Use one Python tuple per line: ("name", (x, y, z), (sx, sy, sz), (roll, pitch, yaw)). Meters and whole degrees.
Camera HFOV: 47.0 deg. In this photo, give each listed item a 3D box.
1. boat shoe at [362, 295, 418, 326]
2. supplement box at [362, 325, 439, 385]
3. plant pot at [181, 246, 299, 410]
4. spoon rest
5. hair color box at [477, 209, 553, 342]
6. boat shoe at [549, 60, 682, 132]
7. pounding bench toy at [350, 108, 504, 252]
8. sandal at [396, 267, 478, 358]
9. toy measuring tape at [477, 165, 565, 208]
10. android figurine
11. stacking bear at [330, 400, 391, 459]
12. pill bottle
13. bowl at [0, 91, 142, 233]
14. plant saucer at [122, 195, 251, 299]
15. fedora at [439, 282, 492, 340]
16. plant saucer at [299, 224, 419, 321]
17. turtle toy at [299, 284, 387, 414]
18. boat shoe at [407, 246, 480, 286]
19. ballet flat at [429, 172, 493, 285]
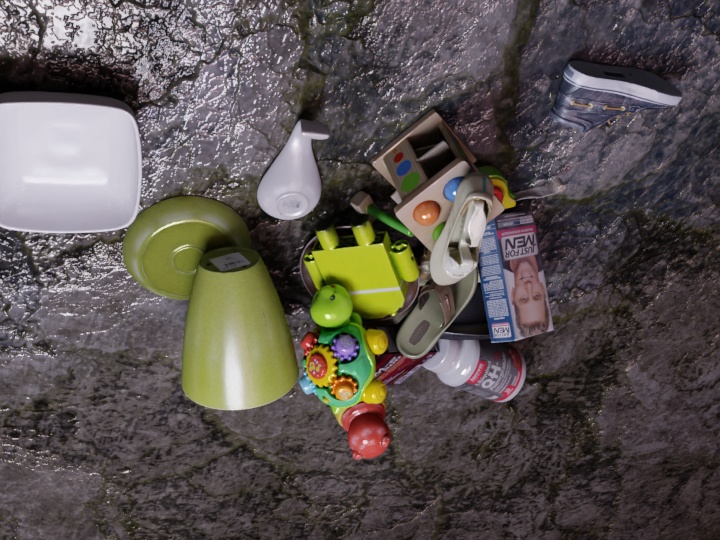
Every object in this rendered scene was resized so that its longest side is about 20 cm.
("boat shoe", (0.017, 0.087, 1.449), (0.200, 0.074, 0.063), (-37, 166, 3))
("supplement box", (0.039, 0.148, 1.426), (0.109, 0.061, 0.199), (-42, 155, 26))
("plant pot", (-0.189, 0.074, 1.262), (0.184, 0.188, 0.203), (-6, 116, -13))
("spoon rest", (-0.092, -0.148, 1.215), (0.098, 0.061, 0.201), (4, 142, -20))
("hair color box", (0.248, 0.008, 1.354), (0.099, 0.204, 0.060), (-10, 180, -37))
("boat shoe", (0.386, -0.258, 1.264), (0.197, 0.071, 0.092), (7, 130, -15))
("pounding bench toy", (0.087, -0.102, 1.236), (0.199, 0.157, 0.124), (-37, 132, 16))
("sandal", (0.123, 0.055, 1.328), (0.203, 0.079, 0.057), (-61, 162, 7))
("toy measuring tape", (0.234, -0.138, 1.316), (0.197, 0.074, 0.074), (-13, 133, -7))
("android figurine", (0.003, 0.001, 1.292), (0.179, 0.041, 0.202), (-7, 130, 24))
("stacking bear", (0.001, 0.246, 1.485), (0.120, 0.201, 0.114), (-23, 134, 3))
("pill bottle", (0.207, 0.170, 1.549), (0.198, 0.112, 0.111), (22, 121, -33))
("bowl", (-0.391, -0.149, 1.092), (0.196, 0.075, 0.202), (-1, 130, -18))
("plant saucer", (-0.265, -0.024, 1.276), (0.197, 0.031, 0.202), (-9, 133, -10))
("fedora", (0.182, 0.059, 1.436), (0.197, 0.200, 0.093), (-3, 98, -16))
("plant saucer", (0.000, 0.000, 1.343), (0.197, 0.032, 0.202), (7, 133, 8))
("turtle toy", (-0.038, 0.123, 1.294), (0.144, 0.204, 0.100), (1, 179, 38))
("boat shoe", (0.130, -0.016, 1.394), (0.196, 0.074, 0.068), (-4, 109, -6))
("ballet flat", (0.143, -0.041, 1.155), (0.068, 0.070, 0.202), (-3, 131, -16))
